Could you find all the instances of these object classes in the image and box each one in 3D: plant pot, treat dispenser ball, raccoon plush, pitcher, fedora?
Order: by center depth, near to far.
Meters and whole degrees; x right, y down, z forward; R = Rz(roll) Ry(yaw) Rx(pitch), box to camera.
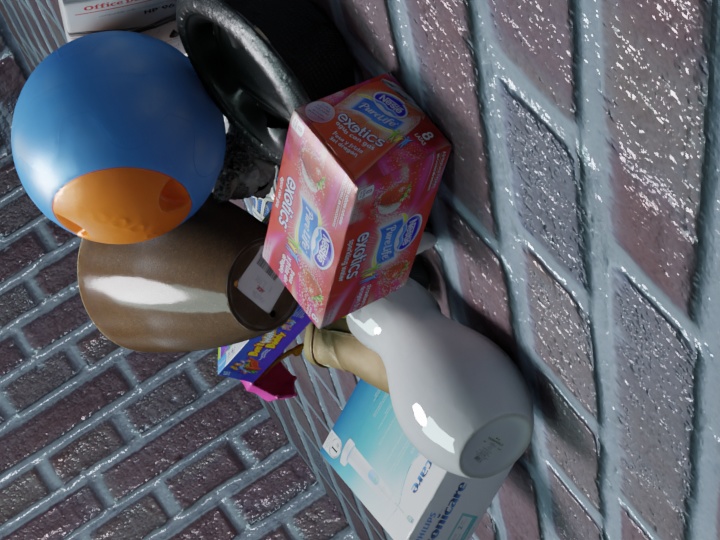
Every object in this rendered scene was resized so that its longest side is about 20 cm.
[{"bbox_3d":[-0.072,-0.184,1.377,0.201,0.092,0.201,45,159,23],"label":"fedora"},{"bbox_3d":[-0.228,-0.125,1.481,0.201,0.201,0.201,54,168,16],"label":"treat dispenser ball"},{"bbox_3d":[0.093,0.109,1.496,0.171,0.121,0.200,29,-163,-45],"label":"pitcher"},{"bbox_3d":[-0.124,-0.164,1.563,0.200,0.134,0.097,63,172,-15],"label":"raccoon plush"},{"bbox_3d":[-0.154,0.003,1.579,0.200,0.187,0.187,8,133,50],"label":"plant pot"}]

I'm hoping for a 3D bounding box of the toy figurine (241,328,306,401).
[{"bbox_3d":[-0.073,0.074,1.887,0.150,0.184,0.200,48,165,37],"label":"toy figurine"}]

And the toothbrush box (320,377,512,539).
[{"bbox_3d":[0.061,0.196,1.704,0.085,0.147,0.200,21,-167,-36],"label":"toothbrush box"}]

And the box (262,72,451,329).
[{"bbox_3d":[-0.007,-0.056,1.321,0.096,0.100,0.200,51,149,24],"label":"box"}]

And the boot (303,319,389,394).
[{"bbox_3d":[0.019,0.042,1.699,0.200,0.066,0.176,12,104,54],"label":"boot"}]

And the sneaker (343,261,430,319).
[{"bbox_3d":[0.000,0.000,1.615,0.200,0.074,0.085,-10,72,54],"label":"sneaker"}]

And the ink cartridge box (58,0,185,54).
[{"bbox_3d":[-0.231,-0.265,1.497,0.200,0.116,0.068,103,152,-72],"label":"ink cartridge box"}]

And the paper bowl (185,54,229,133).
[{"bbox_3d":[-0.193,-0.204,1.686,0.201,0.201,0.104,57,-150,3],"label":"paper bowl"}]

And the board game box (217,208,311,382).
[{"bbox_3d":[-0.092,0.013,1.677,0.200,0.045,0.135,-47,36,46],"label":"board game box"}]

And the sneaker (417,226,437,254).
[{"bbox_3d":[0.005,-0.054,1.489,0.200,0.077,0.082,26,139,66],"label":"sneaker"}]

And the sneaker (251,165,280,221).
[{"bbox_3d":[-0.104,-0.061,1.816,0.076,0.077,0.200,41,-149,-65],"label":"sneaker"}]
